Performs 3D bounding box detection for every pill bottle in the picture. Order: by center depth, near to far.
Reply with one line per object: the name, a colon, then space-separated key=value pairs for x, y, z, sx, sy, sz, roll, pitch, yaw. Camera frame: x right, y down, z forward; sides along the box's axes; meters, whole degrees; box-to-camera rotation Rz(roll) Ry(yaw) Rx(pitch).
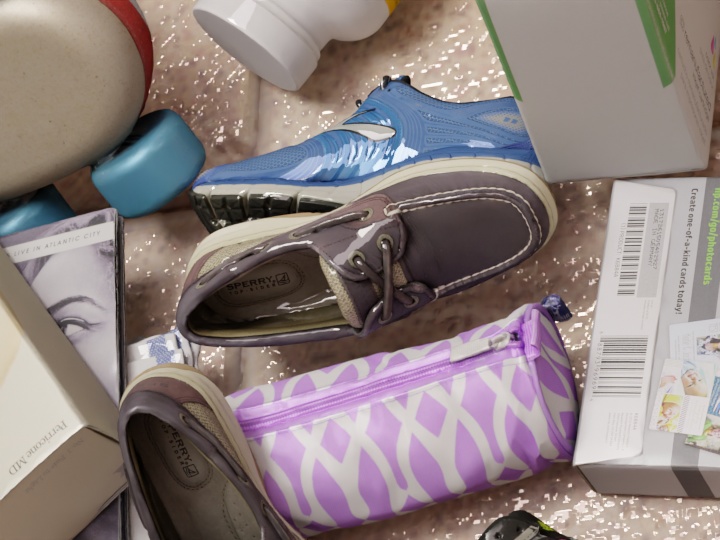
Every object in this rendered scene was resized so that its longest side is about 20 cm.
pill bottle: x=-0.004 y=-0.199 z=1.302 sx=0.104 sy=0.104 sz=0.200 roll=30 pitch=79 yaw=33

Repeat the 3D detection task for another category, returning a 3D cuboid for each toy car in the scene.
toy car: x=-0.182 y=-0.133 z=1.330 sx=0.177 sy=0.184 sz=0.200 roll=-26 pitch=25 yaw=25

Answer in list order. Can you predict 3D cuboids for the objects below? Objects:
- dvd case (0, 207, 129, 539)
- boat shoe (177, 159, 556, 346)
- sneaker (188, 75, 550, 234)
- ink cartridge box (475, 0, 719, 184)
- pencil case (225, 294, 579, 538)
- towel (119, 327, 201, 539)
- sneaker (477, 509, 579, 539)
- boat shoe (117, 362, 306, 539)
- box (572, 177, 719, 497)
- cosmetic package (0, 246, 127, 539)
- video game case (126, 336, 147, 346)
dvd case: x=-0.190 y=0.074 z=1.241 sx=0.148 sy=0.016 sz=0.200 roll=-13 pitch=63 yaw=19
boat shoe: x=0.000 y=0.000 z=1.172 sx=0.200 sy=0.072 sz=0.065 roll=-12 pitch=30 yaw=21
sneaker: x=0.006 y=-0.050 z=1.249 sx=0.199 sy=0.079 sz=0.089 roll=-6 pitch=48 yaw=18
ink cartridge box: x=0.125 y=-0.166 z=1.182 sx=0.087 sy=0.145 sz=0.200 roll=-5 pitch=51 yaw=19
pencil case: x=0.013 y=0.077 z=1.164 sx=0.200 sy=0.086 sz=0.084 roll=-19 pitch=56 yaw=15
towel: x=-0.168 y=0.121 z=1.233 sx=0.200 sy=0.024 sz=0.147 roll=-17 pitch=61 yaw=17
sneaker: x=0.097 y=0.148 z=1.096 sx=0.199 sy=0.074 sz=0.088 roll=-15 pitch=65 yaw=22
boat shoe: x=-0.059 y=0.140 z=1.120 sx=0.072 sy=0.065 sz=0.200 roll=-26 pitch=95 yaw=18
box: x=0.210 y=0.031 z=1.127 sx=0.199 sy=0.041 sz=0.156 roll=-1 pitch=64 yaw=24
cosmetic package: x=-0.205 y=0.052 z=1.204 sx=0.104 sy=0.073 sz=0.200 roll=-43 pitch=58 yaw=4
video game case: x=-0.168 y=0.154 z=1.243 sx=0.200 sy=0.023 sz=0.182 roll=-29 pitch=56 yaw=7
